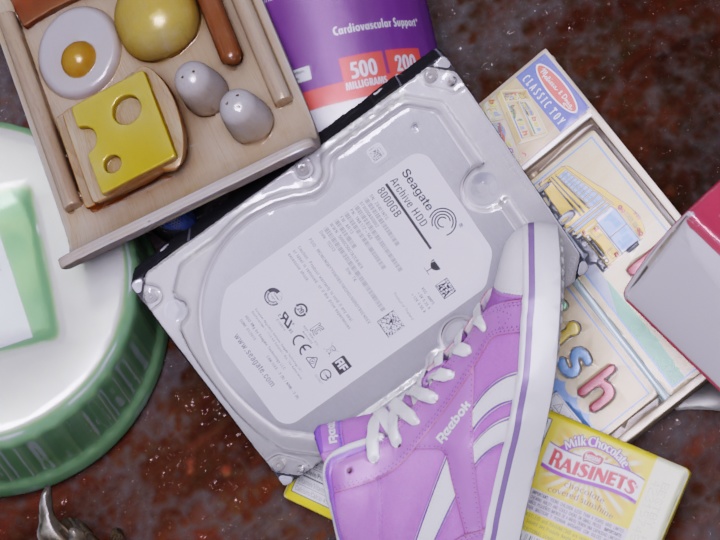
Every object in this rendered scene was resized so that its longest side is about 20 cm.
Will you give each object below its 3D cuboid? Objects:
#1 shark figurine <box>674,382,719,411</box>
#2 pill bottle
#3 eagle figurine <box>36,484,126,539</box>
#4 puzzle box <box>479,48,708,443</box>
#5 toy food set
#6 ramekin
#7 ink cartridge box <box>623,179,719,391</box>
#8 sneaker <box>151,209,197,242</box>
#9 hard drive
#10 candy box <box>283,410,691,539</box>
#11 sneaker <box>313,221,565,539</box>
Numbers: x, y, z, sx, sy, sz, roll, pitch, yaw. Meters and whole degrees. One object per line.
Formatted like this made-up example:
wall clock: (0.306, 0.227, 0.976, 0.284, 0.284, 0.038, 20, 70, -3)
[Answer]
shark figurine: (0.236, 0.108, 0.882, 0.127, 0.090, 0.217, -9, 74, 6)
pill bottle: (-0.023, -0.161, 0.944, 0.111, 0.112, 0.202, -13, 86, 3)
eagle figurine: (-0.192, 0.219, 0.864, 0.200, 0.152, 0.151, -43, 64, -3)
puzzle box: (0.113, -0.004, 0.940, 0.133, 0.025, 0.201, -39, 76, 6)
toy food set: (-0.120, -0.115, 0.870, 0.142, 0.060, 0.202, -25, 69, 8)
ramekin: (-0.206, 0.017, 0.930, 0.198, 0.098, 0.202, 1, 76, -2)
ink cartridge box: (0.252, -0.009, 0.863, 0.147, 0.086, 0.200, 43, 56, 12)
sneaker: (-0.106, -0.115, 0.975, 0.088, 0.079, 0.202, -7, 76, 7)
hard drive: (0.000, 0.000, 0.884, 0.199, 0.038, 0.140, -35, 105, 4)
candy box: (0.065, 0.114, 0.913, 0.198, 0.026, 0.103, 23, 86, 18)
sneaker: (0.037, 0.067, 0.851, 0.113, 0.073, 0.203, 13, 97, 4)
